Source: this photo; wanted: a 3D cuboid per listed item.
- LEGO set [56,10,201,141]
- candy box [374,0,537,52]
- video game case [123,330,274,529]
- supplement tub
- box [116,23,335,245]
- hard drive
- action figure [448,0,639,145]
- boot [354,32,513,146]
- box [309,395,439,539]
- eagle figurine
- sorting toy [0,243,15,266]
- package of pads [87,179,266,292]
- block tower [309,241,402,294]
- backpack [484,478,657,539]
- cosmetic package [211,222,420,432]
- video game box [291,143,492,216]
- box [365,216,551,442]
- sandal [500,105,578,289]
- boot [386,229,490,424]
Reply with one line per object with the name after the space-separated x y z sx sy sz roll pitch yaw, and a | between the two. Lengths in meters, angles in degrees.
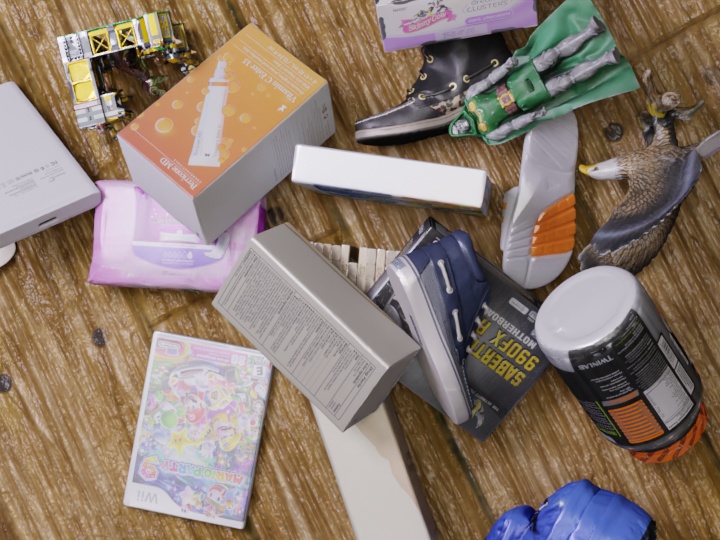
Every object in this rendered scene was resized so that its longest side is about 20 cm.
-0.246 -0.205 1.629 0.153 0.200 0.117 -14 94 -7 | LEGO set
0.091 -0.337 1.593 0.167 0.072 0.201 -9 52 3 | candy box
-0.182 0.179 1.689 0.142 0.018 0.201 10 89 7 | video game case
0.275 0.102 1.548 0.122 0.123 0.200 -35 122 4 | supplement tub
-0.141 -0.148 1.609 0.124 0.098 0.200 39 70 23 | box
-0.395 -0.120 1.655 0.131 0.026 0.200 -26 58 -26 | hard drive
0.176 -0.191 1.561 0.200 0.055 0.119 -31 84 26 | action figure
0.075 -0.227 1.644 0.199 0.073 0.151 -16 87 2 | boot
0.015 0.216 1.627 0.077 0.095 0.201 -20 87 5 | box
0.302 -0.087 1.582 0.151 0.151 0.201 -10 66 48 | eagle figurine
-0.499 -0.039 1.709 0.180 0.107 0.200 41 93 -13 | sorting toy
-0.203 -0.038 1.670 0.199 0.076 0.121 3 88 7 | package of pads
0.000 0.000 1.654 0.199 0.058 0.054 5 89 8 | block tower
0.210 0.313 1.565 0.167 0.162 0.201 33 93 10 | backpack
-0.047 0.057 1.548 0.200 0.073 0.104 43 123 13 | cosmetic package
0.038 -0.094 1.590 0.199 0.182 0.047 9 93 7 | video game box
0.103 0.064 1.602 0.200 0.048 0.159 37 103 -11 | box
0.196 -0.084 1.631 0.079 0.059 0.208 6 99 -16 | sandal
0.102 0.060 1.542 0.090 0.073 0.201 -26 117 -11 | boot
